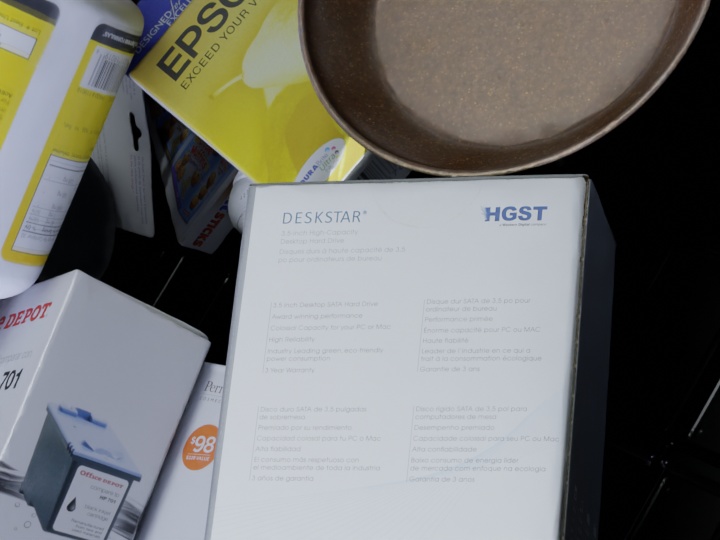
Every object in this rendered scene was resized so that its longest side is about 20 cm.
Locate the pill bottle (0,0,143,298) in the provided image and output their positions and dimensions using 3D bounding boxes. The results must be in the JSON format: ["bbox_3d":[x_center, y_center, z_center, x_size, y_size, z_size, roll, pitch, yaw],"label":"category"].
[{"bbox_3d":[-0.190,-0.056,1.201,0.112,0.112,0.201,30,98,45],"label":"pill bottle"}]

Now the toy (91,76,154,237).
[{"bbox_3d":[-0.169,-0.098,1.393,0.199,0.047,0.116,16,118,42],"label":"toy"}]

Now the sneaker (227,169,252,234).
[{"bbox_3d":[0.000,0.000,1.197,0.199,0.076,0.093,13,76,44],"label":"sneaker"}]

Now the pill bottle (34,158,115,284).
[{"bbox_3d":[-0.236,-0.016,1.366,0.199,0.112,0.113,-8,58,35],"label":"pill bottle"}]

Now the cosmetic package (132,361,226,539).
[{"bbox_3d":[-0.019,0.129,1.144,0.199,0.052,0.152,6,65,41],"label":"cosmetic package"}]

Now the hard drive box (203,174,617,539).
[{"bbox_3d":[0.023,0.065,1.054,0.155,0.077,0.201,0,67,17],"label":"hard drive box"}]

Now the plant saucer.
[{"bbox_3d":[0.069,-0.127,1.109,0.199,0.037,0.202,-10,64,20],"label":"plant saucer"}]

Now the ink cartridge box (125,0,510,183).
[{"bbox_3d":[-0.016,-0.139,1.200,0.200,0.047,0.198,39,88,32],"label":"ink cartridge box"}]

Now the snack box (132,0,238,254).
[{"bbox_3d":[-0.091,-0.106,1.354,0.072,0.024,0.201,-49,41,31],"label":"snack box"}]

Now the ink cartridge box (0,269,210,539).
[{"bbox_3d":[-0.169,0.113,1.218,0.146,0.086,0.201,-16,50,59],"label":"ink cartridge box"}]
